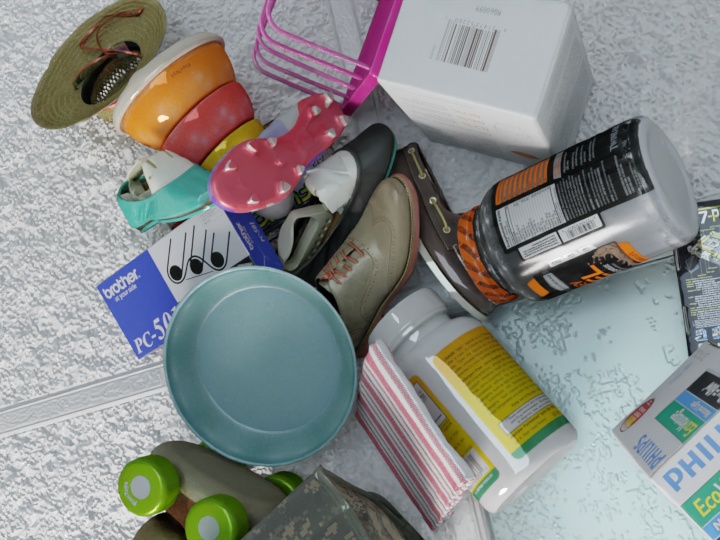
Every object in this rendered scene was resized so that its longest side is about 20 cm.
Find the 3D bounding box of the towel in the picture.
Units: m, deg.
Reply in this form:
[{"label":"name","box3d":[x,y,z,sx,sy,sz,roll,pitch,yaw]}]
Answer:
[{"label":"towel","box3d":[0.048,0.154,0.965,0.030,0.200,0.147,-30,70,-17]}]

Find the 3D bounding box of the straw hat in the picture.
[{"label":"straw hat","box3d":[-0.268,-0.209,1.181,0.200,0.085,0.202,-19,47,21]}]

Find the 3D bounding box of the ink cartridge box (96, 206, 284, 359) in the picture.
[{"label":"ink cartridge box","box3d":[-0.181,0.008,1.095,0.199,0.044,0.094,-32,89,32]}]

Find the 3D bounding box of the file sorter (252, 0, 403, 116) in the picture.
[{"label":"file sorter","box3d":[-0.030,-0.255,1.035,0.125,0.200,0.140,21,85,-8]}]

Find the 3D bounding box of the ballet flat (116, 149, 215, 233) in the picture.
[{"label":"ballet flat","box3d":[-0.200,-0.083,1.060,0.067,0.200,0.071,-41,106,-28]}]

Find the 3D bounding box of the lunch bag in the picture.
[{"label":"lunch bag","box3d":[-0.029,0.286,0.965,0.164,0.200,0.118,-42,56,2]}]

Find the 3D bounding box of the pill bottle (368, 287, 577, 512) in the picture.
[{"label":"pill bottle","box3d":[0.100,0.117,0.994,0.113,0.113,0.200,-44,71,6]}]

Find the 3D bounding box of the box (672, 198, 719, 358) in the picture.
[{"label":"box","box3d":[0.390,0.007,0.952,0.198,0.049,0.163,-10,80,17]}]

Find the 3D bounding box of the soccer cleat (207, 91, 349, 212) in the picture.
[{"label":"soccer cleat","box3d":[-0.086,-0.109,1.021,0.076,0.200,0.067,-23,108,47]}]

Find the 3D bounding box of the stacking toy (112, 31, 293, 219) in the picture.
[{"label":"stacking toy","box3d":[-0.145,-0.130,1.088,0.146,0.146,0.200,-41,88,7]}]

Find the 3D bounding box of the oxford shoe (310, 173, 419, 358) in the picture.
[{"label":"oxford shoe","box3d":[0.000,0.000,1.027,0.070,0.074,0.201,39,119,46]}]

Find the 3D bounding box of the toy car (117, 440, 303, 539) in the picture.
[{"label":"toy car","box3d":[-0.166,0.283,1.033,0.157,0.164,0.201,25,98,20]}]

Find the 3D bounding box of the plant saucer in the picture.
[{"label":"plant saucer","box3d":[-0.095,0.091,1.030,0.198,0.036,0.202,3,102,14]}]

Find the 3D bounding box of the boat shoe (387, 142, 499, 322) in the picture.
[{"label":"boat shoe","box3d":[0.083,-0.041,1.051,0.059,0.072,0.201,-38,66,11]}]

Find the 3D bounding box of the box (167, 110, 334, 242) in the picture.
[{"label":"box","box3d":[-0.116,-0.085,1.140,0.199,0.035,0.111,-30,73,11]}]

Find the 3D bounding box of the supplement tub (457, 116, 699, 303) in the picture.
[{"label":"supplement tub","box3d":[0.196,-0.048,0.969,0.199,0.122,0.123,-25,73,33]}]

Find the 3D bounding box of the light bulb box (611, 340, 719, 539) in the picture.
[{"label":"light bulb box","box3d":[0.326,0.174,0.842,0.125,0.198,0.200,-45,87,5]}]

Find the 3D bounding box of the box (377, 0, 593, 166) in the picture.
[{"label":"box","box3d":[0.125,-0.180,0.991,0.151,0.200,0.107,17,87,19]}]

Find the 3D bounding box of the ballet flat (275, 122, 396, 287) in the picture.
[{"label":"ballet flat","box3d":[-0.033,-0.061,1.058,0.068,0.068,0.201,47,117,39]}]
